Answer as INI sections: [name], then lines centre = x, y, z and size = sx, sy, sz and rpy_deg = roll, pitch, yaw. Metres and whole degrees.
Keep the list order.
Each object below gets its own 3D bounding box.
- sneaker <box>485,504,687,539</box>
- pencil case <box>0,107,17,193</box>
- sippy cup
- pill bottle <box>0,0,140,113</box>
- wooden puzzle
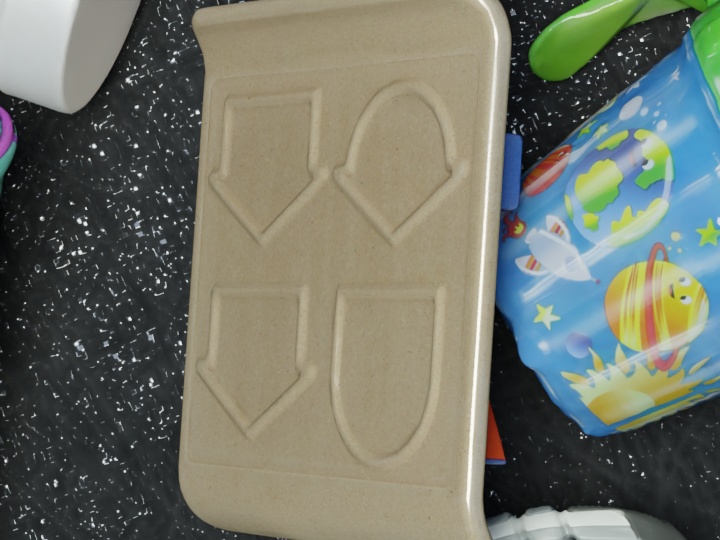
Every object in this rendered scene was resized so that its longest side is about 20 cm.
[sneaker]
centre = 0.029, 0.158, 1.067
size = 0.199, 0.075, 0.116
rpy_deg = -12, 55, 15
[pencil case]
centre = -0.175, 0.036, 1.081
size = 0.085, 0.092, 0.201
rpy_deg = -2, 113, -22
[sippy cup]
centre = 0.116, -0.010, 1.059
size = 0.130, 0.178, 0.140
rpy_deg = -32, 116, 16
[pill bottle]
centre = -0.185, -0.135, 1.103
size = 0.200, 0.114, 0.115
rpy_deg = 20, 90, 7
[wooden puzzle]
centre = 0.000, 0.000, 1.068
size = 0.046, 0.185, 0.201
rpy_deg = 0, 90, -35
